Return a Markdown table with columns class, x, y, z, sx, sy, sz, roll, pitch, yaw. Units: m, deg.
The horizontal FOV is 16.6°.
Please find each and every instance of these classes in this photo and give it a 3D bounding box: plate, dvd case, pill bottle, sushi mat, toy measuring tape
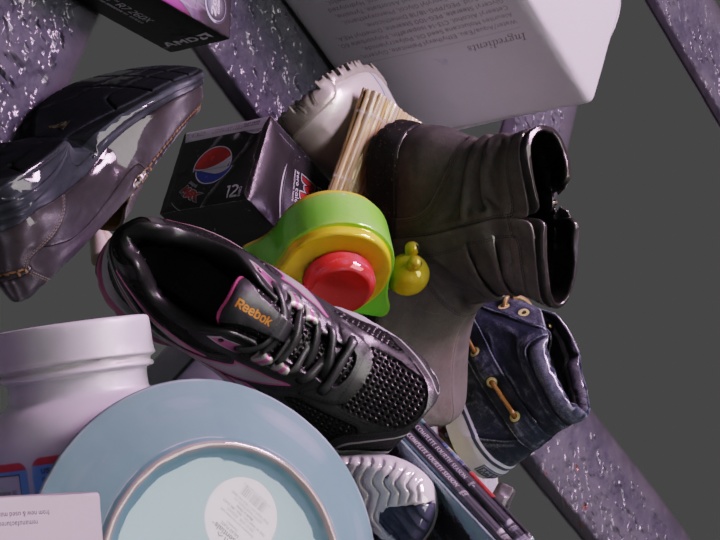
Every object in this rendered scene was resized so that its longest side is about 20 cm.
| class | x | y | z | sx | sy | sz | roll | pitch | yaw |
| --- | --- | --- | --- | --- | --- | --- | --- | --- | --- |
| plate | -0.073 | 0.153 | 1.231 | 0.200 | 0.026 | 0.201 | 4 | 82 | -29 |
| dvd case | 0.044 | 0.145 | 1.367 | 0.022 | 0.200 | 0.146 | -26 | 132 | -16 |
| pill bottle | -0.137 | 0.127 | 1.275 | 0.109 | 0.108 | 0.201 | -4 | 86 | -59 |
| sushi mat | 0.000 | 0.000 | 1.483 | 0.096 | 0.012 | 0.201 | 28 | 78 | -47 |
| toy measuring tape | -0.051 | -0.017 | 1.400 | 0.199 | 0.074 | 0.074 | 9 | 70 | -19 |

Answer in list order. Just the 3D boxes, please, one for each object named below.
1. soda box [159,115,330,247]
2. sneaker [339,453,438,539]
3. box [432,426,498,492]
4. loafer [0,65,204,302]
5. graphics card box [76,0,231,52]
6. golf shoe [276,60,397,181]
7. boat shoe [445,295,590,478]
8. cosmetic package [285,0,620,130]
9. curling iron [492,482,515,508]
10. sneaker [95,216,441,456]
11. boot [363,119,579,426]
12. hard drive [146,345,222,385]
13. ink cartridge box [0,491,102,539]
| class | x | y | z | sx | sy | sz | roll | pitch | yaw |
| --- | --- | --- | --- | --- | --- | --- | --- | --- | --- |
| soda box | -0.035 | -0.008 | 1.513 | 0.200 | 0.071 | 0.063 | 47 | 46 | -42 |
| sneaker | -0.013 | 0.150 | 1.381 | 0.129 | 0.199 | 0.080 | -11 | 67 | -55 |
| box | 0.025 | 0.147 | 1.596 | 0.200 | 0.048 | 0.118 | 9 | 74 | -60 |
| loafer | -0.150 | -0.055 | 1.350 | 0.200 | 0.073 | 0.073 | -39 | 124 | -45 |
| graphics card box | -0.147 | -0.216 | 1.410 | 0.200 | 0.051 | 0.126 | 27 | 59 | -54 |
| golf shoe | 0.015 | -0.065 | 1.537 | 0.097 | 0.078 | 0.200 | 49 | 7 | 21 |
| boat shoe | 0.086 | 0.032 | 1.635 | 0.071 | 0.091 | 0.201 | 19 | 45 | -54 |
| cosmetic package | 0.058 | -0.219 | 1.636 | 0.200 | 0.165 | 0.165 | 53 | 41 | -36 |
| curling iron | 0.057 | 0.231 | 1.584 | 0.049 | 0.026 | 0.201 | 25 | 79 | -29 |
| sneaker | -0.053 | 0.034 | 1.299 | 0.086 | 0.199 | 0.081 | 105 | 10 | -79 |
| boot | 0.068 | 0.009 | 1.452 | 0.068 | 0.130 | 0.201 | -21 | 114 | -43 |
| hard drive | -0.052 | 0.099 | 1.426 | 0.132 | 0.026 | 0.200 | -46 | 135 | -1 |
| ink cartridge box | -0.198 | 0.208 | 1.133 | 0.125 | 0.128 | 0.201 | 4 | 79 | -58 |
